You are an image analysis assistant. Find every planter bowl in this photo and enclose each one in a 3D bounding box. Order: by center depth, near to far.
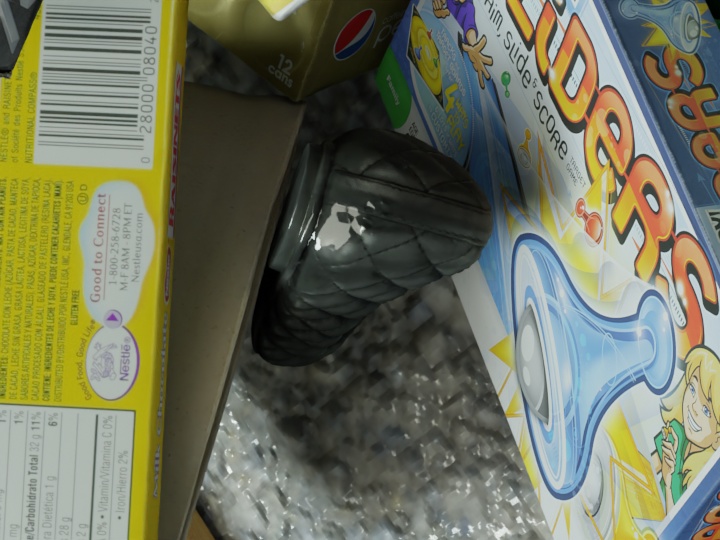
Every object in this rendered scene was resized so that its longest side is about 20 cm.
[{"bbox_3d":[-0.107,0.024,0.920,0.134,0.200,0.201,17,122,-1],"label":"planter bowl"}]

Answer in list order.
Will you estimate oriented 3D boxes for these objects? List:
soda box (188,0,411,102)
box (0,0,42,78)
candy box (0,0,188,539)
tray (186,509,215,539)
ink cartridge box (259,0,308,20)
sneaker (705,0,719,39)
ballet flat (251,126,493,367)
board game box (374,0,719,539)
[{"bbox_3d":[-0.062,-0.141,0.936,0.200,0.064,0.068,38,128,22],"label":"soda box"},{"bbox_3d":[-0.135,-0.182,0.769,0.198,0.050,0.201,34,108,28],"label":"box"},{"bbox_3d":[-0.102,-0.001,0.816,0.102,0.026,0.201,3,87,8],"label":"candy box"},{"bbox_3d":[-0.103,0.103,1.086,0.099,0.037,0.200,-39,80,42],"label":"tray"},{"bbox_3d":[-0.011,-0.198,0.764,0.197,0.047,0.200,-34,107,30],"label":"ink cartridge box"},{"bbox_3d":[0.152,-0.066,0.782,0.199,0.074,0.084,-2,110,40],"label":"sneaker"},{"bbox_3d":[0.000,0.000,0.887,0.057,0.200,0.067,17,84,-2],"label":"ballet flat"},{"bbox_3d":[0.068,-0.016,0.827,0.136,0.034,0.201,117,139,-52],"label":"board game box"}]
